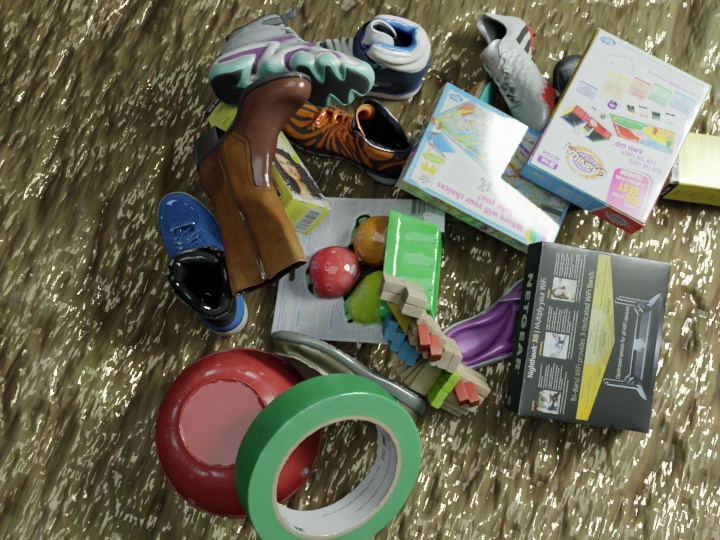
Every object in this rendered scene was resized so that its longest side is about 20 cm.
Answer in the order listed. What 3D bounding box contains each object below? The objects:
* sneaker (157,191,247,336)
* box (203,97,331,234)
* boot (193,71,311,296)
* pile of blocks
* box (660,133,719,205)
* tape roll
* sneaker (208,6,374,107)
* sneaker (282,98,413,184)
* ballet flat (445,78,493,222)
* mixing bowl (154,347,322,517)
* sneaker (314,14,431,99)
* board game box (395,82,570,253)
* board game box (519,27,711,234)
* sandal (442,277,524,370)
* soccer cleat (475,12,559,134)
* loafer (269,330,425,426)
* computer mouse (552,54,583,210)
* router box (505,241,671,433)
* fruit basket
[{"bbox_3d":[-0.197,-0.022,0.922,0.077,0.111,0.200,-22,75,-6],"label":"sneaker"},{"bbox_3d":[-0.116,-0.136,0.948,0.050,0.075,0.200,-46,61,22],"label":"box"},{"bbox_3d":[-0.102,-0.096,0.845,0.188,0.068,0.200,-30,67,25],"label":"boot"},{"bbox_3d":[0.073,0.097,0.859,0.082,0.062,0.200,-34,109,7],"label":"pile of blocks"},{"bbox_3d":[0.472,-0.121,0.964,0.200,0.050,0.075,6,73,-3],"label":"box"},{"bbox_3d":[-0.032,0.210,0.821,0.200,0.048,0.201,-10,113,-24],"label":"tape roll"},{"bbox_3d":[-0.079,-0.272,0.939,0.200,0.078,0.140,3,56,5],"label":"sneaker"},{"bbox_3d":[-0.019,-0.186,0.969,0.200,0.112,0.078,23,75,7],"label":"sneaker"},{"bbox_3d":[0.123,-0.157,0.993,0.072,0.068,0.200,5,77,22],"label":"ballet flat"},{"bbox_3d":[-0.145,0.177,0.866,0.200,0.108,0.200,0,75,0],"label":"mixing bowl"},{"bbox_3d":[-0.010,-0.281,0.979,0.200,0.146,0.081,5,74,1],"label":"sneaker"},{"bbox_3d":[0.160,-0.118,0.926,0.200,0.034,0.135,27,79,-10],"label":"board game box"},{"bbox_3d":[0.301,-0.166,0.910,0.153,0.040,0.200,29,78,4],"label":"board game box"},{"bbox_3d":[0.184,0.063,0.927,0.203,0.050,0.082,-32,76,-9],"label":"sandal"},{"bbox_3d":[0.196,-0.253,0.988,0.085,0.069,0.200,12,55,-25],"label":"soccer cleat"},{"bbox_3d":[-0.021,0.133,0.883,0.200,0.075,0.070,30,83,-6],"label":"loafer"},{"bbox_3d":[0.274,-0.172,1.001,0.140,0.046,0.200,-22,86,-10],"label":"computer mouse"},{"bbox_3d":[0.262,0.077,0.889,0.157,0.052,0.200,10,87,-7],"label":"router box"},{"bbox_3d":[0.000,0.000,0.941,0.200,0.094,0.185,0,73,17],"label":"fruit basket"}]
